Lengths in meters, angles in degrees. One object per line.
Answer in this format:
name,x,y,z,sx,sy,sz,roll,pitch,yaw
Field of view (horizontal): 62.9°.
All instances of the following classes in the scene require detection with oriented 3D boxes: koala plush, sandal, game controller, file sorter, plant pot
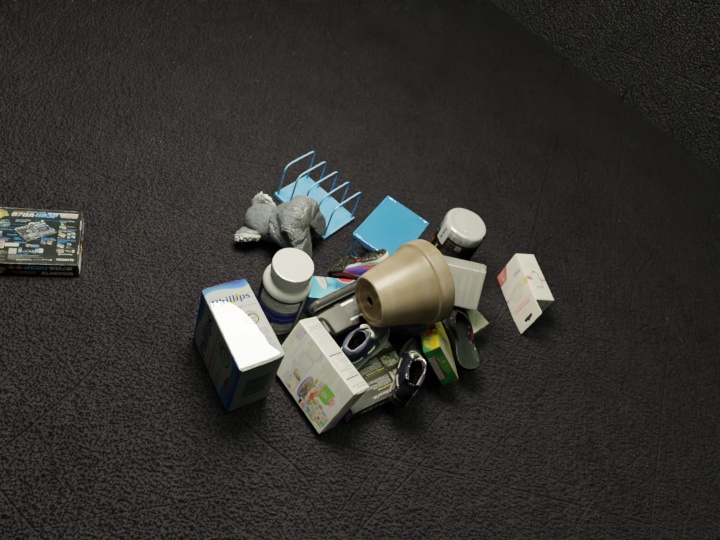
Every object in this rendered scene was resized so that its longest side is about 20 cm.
koala plush,-0.212,-0.120,1.505,0.198,0.185,0.179,13,60,15
sandal,0.255,0.151,1.467,0.074,0.048,0.202,-2,55,-19
game controller,-0.029,0.089,1.408,0.198,0.042,0.105,-25,72,-25
file sorter,0.067,-0.076,1.597,0.138,0.123,0.200,34,48,7
plant pot,0.089,0.047,1.342,0.172,0.201,0.201,-18,61,-29
file sorter,-0.115,-0.214,1.643,0.200,0.123,0.138,42,49,13

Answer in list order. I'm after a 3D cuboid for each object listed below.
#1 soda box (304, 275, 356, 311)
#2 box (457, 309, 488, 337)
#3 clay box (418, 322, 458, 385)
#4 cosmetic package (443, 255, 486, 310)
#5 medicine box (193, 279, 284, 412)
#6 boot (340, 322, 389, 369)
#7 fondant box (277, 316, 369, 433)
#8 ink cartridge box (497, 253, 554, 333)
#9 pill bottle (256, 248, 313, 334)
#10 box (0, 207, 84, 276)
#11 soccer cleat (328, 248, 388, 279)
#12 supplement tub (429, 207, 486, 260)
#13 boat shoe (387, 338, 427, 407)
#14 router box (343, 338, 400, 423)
soda box,-0.046,0.065,1.483,0.197,0.064,0.068,6,50,-19
box,0.242,0.100,1.575,0.082,0.069,0.201,-23,64,-35
clay box,0.184,0.169,1.440,0.116,0.047,0.201,59,13,-28
cosmetic package,0.211,0.022,1.494,0.198,0.108,0.090,15,17,8
medicine box,-0.261,0.157,1.234,0.102,0.183,0.201,-16,60,-33
boot,0.016,0.154,1.343,0.072,0.091,0.200,32,44,12
fondant box,-0.093,0.225,1.273,0.201,0.145,0.058,51,31,21
ink cartridge box,0.472,0.067,1.668,0.067,0.117,0.202,3,53,-21
pill bottle,-0.175,0.048,1.349,0.114,0.201,0.117,12,48,-14
box,-0.728,-0.064,1.309,0.197,0.046,0.160,1,52,-22
soccer cleat,0.000,0.000,1.502,0.068,0.198,0.074,-48,117,-44
supplement tub,0.253,-0.064,1.624,0.121,0.201,0.124,12,48,-13
boat shoe,0.127,0.215,1.347,0.074,0.093,0.201,29,43,-5
router box,0.014,0.245,1.368,0.198,0.051,0.150,-16,61,-35
